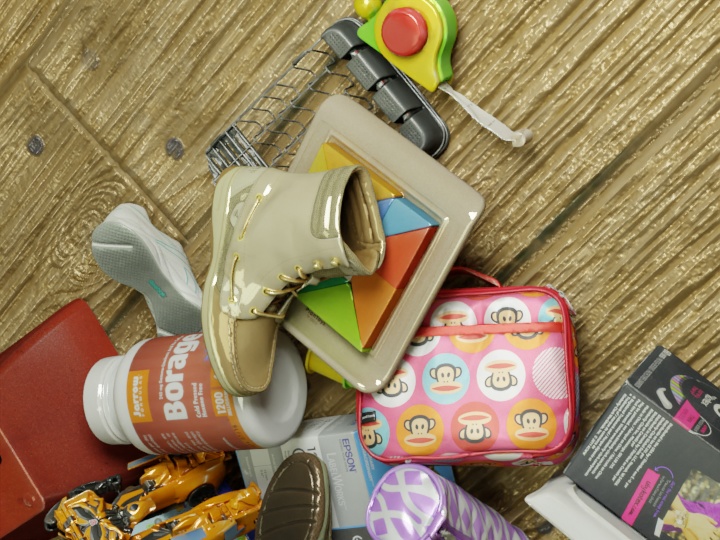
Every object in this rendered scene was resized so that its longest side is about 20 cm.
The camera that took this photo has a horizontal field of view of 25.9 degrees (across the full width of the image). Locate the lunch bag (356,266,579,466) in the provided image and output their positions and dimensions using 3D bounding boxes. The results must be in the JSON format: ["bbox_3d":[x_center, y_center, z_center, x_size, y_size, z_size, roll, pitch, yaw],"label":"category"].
[{"bbox_3d":[0.096,0.084,1.387,0.198,0.082,0.178,-4,76,13],"label":"lunch bag"}]

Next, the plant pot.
[{"bbox_3d":[-0.344,0.179,1.596,0.199,0.176,0.201,-33,89,28],"label":"plant pot"}]

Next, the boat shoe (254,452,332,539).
[{"bbox_3d":[-0.057,0.272,1.474,0.071,0.076,0.202,9,87,33],"label":"boat shoe"}]

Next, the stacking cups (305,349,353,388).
[{"bbox_3d":[0.046,0.111,1.459,0.199,0.060,0.061,26,113,16],"label":"stacking cups"}]

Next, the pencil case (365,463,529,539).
[{"bbox_3d":[0.084,0.237,1.397,0.085,0.200,0.085,15,77,38],"label":"pencil case"}]

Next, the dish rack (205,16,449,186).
[{"bbox_3d":[-0.038,-0.113,1.424,0.200,0.054,0.154,-42,83,19],"label":"dish rack"}]

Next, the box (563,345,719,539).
[{"bbox_3d":[0.291,0.174,1.321,0.199,0.122,0.107,37,115,12],"label":"box"}]

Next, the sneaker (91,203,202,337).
[{"bbox_3d":[-0.182,0.016,1.540,0.070,0.080,0.201,-25,111,21],"label":"sneaker"}]

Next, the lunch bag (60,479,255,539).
[{"bbox_3d":[-0.183,0.283,1.594,0.199,0.094,0.151,-35,85,27],"label":"lunch bag"}]

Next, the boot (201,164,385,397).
[{"bbox_3d":[-0.055,0.010,1.330,0.154,0.072,0.202,1,87,37],"label":"boot"}]

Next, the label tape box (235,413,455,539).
[{"bbox_3d":[-0.009,0.216,1.509,0.198,0.066,0.145,-9,100,29],"label":"label tape box"}]

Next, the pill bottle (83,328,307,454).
[{"bbox_3d":[-0.159,0.116,1.475,0.198,0.112,0.113,-8,100,30],"label":"pill bottle"}]

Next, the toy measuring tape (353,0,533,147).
[{"bbox_3d":[0.078,-0.189,1.357,0.199,0.073,0.074,37,116,12],"label":"toy measuring tape"}]

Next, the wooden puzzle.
[{"bbox_3d":[-0.009,-0.024,1.359,0.185,0.037,0.201,38,108,25],"label":"wooden puzzle"}]

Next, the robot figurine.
[{"bbox_3d":[-0.198,0.231,1.477,0.145,0.199,0.059,48,147,37],"label":"robot figurine"}]

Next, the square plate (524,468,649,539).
[{"bbox_3d":[0.238,0.234,1.326,0.198,0.200,0.029,38,99,12],"label":"square plate"}]
